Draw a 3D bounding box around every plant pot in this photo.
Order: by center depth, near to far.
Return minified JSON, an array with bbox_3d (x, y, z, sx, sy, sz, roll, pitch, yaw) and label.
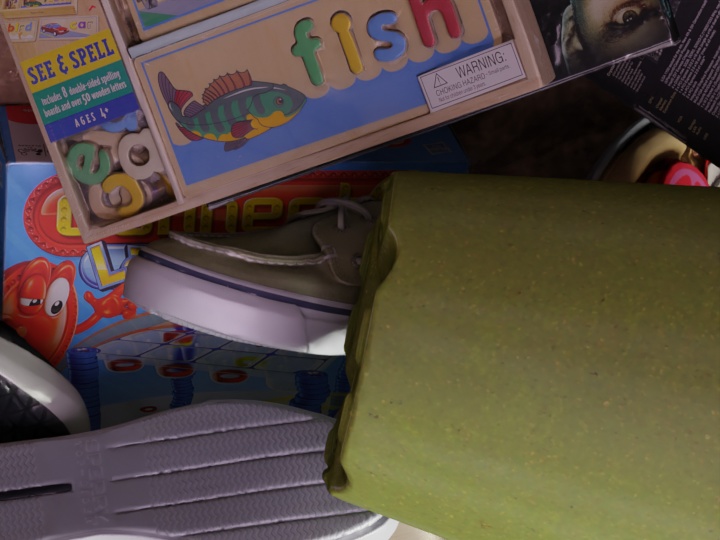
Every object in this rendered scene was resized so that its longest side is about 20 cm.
[{"bbox_3d":[0.089,0.040,0.840,0.189,0.200,0.201,13,116,-2],"label":"plant pot"}]

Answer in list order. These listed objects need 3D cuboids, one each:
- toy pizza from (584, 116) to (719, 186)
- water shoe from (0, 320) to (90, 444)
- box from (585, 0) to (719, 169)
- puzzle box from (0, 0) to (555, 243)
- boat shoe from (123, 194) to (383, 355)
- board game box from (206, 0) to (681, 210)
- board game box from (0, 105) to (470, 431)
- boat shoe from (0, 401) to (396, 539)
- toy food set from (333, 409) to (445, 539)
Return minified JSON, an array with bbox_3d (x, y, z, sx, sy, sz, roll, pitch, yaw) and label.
[{"bbox_3d":[0.145,0.028,0.992,0.200,0.032,0.202,-7,99,-52],"label":"toy pizza"},{"bbox_3d":[-0.192,0.009,0.918,0.199,0.079,0.072,29,132,-13],"label":"water shoe"},{"bbox_3d":[0.150,-0.156,0.895,0.043,0.160,0.201,-11,132,-59],"label":"box"},{"bbox_3d":[-0.039,-0.102,0.863,0.199,0.025,0.134,-18,97,19],"label":"puzzle box"},{"bbox_3d":[0.000,0.000,0.933,0.199,0.072,0.062,7,99,-26],"label":"boat shoe"},{"bbox_3d":[0.008,-0.118,0.875,0.199,0.028,0.136,-19,97,18],"label":"board game box"},{"bbox_3d":[-0.063,0.028,0.996,0.199,0.056,0.197,-1,119,-14],"label":"board game box"},{"bbox_3d":[-0.084,0.098,0.903,0.198,0.072,0.062,-3,146,-3],"label":"boat shoe"},{"bbox_3d":[-0.045,0.118,0.992,0.199,0.061,0.144,-11,121,2],"label":"toy food set"}]
